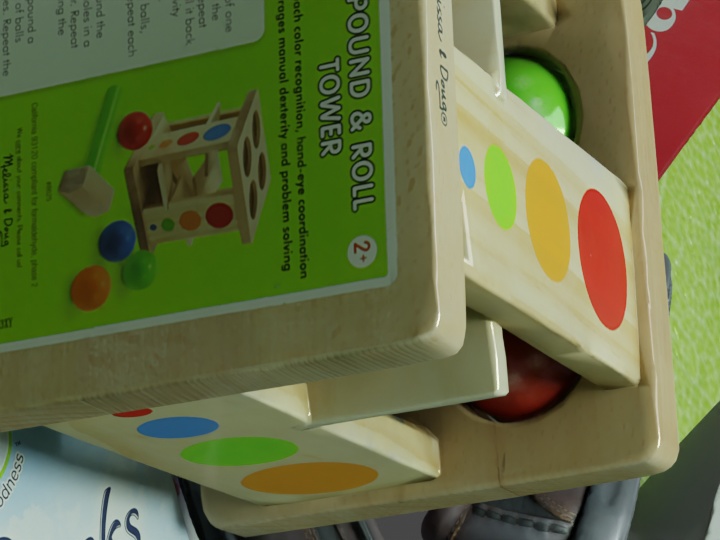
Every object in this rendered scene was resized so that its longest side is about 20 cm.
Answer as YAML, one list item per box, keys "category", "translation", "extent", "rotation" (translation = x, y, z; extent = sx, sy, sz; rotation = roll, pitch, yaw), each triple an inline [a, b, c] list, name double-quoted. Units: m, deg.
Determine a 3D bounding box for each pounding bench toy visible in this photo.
- category: "pounding bench toy"
  translation: [-0.010, -0.053, 0.673]
  extent: [0.156, 0.123, 0.201]
  rotation: [28, 55, -60]

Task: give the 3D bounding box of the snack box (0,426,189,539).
- category: "snack box"
  translation: [-0.105, 0.112, 0.673]
  extent: [0.168, 0.067, 0.201]
  rotation: [-30, 107, -55]

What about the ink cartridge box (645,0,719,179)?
- category: "ink cartridge box"
  translation: [0.116, -0.129, 1.003]
  extent: [0.083, 0.200, 0.176]
  rotation: [23, 44, -10]

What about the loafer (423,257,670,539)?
- category: "loafer"
  translation: [0.066, 0.042, 0.959]
  extent: [0.063, 0.072, 0.200]
  rotation: [18, 30, 0]

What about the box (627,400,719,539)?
- category: "box"
  translation: [0.186, 0.151, 1.016]
  extent: [0.199, 0.098, 0.125]
  rotation: [33, 42, -5]

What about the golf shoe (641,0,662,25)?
- category: "golf shoe"
  translation: [0.062, -0.162, 0.891]
  extent: [0.077, 0.088, 0.201]
  rotation: [41, 20, -48]

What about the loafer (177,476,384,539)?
- category: "loafer"
  translation: [-0.017, 0.063, 0.784]
  extent: [0.072, 0.063, 0.201]
  rotation: [85, -10, -62]

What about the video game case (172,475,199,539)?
- category: "video game case"
  translation: [-0.111, 0.040, 0.769]
  extent: [0.200, 0.018, 0.144]
  rotation: [23, 56, -51]
